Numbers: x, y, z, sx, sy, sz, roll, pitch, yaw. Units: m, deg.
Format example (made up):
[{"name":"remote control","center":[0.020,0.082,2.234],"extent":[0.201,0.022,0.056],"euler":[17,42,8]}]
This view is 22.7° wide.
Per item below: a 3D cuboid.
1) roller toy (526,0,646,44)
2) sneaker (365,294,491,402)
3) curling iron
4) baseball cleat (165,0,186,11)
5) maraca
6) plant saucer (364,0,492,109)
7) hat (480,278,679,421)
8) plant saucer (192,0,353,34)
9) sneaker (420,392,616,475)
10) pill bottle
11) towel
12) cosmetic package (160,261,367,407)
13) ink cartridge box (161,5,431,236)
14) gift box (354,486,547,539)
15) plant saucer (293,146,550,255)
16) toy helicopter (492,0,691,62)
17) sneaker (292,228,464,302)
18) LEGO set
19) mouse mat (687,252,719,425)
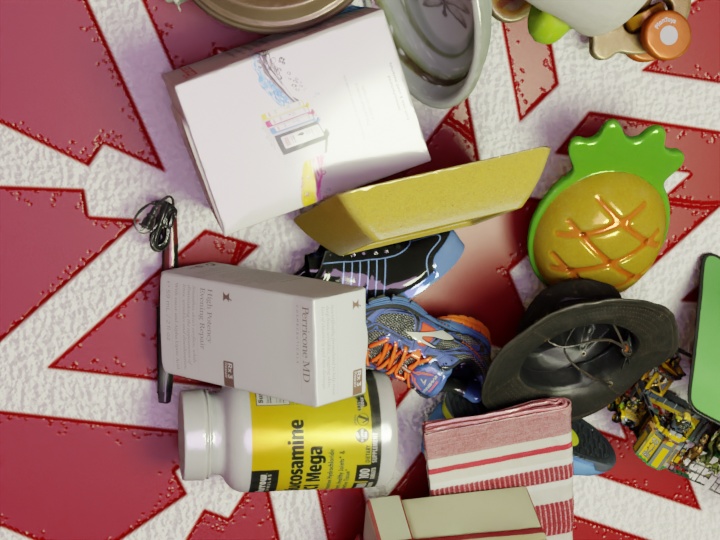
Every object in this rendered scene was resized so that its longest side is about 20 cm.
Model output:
[{"name":"roller toy","center":[0.197,-0.314,1.567],"extent":[0.139,0.182,0.201],"euler":[29,70,-14]},{"name":"sneaker","center":[0.053,0.078,1.682],"extent":[0.199,0.079,0.075],"euler":[9,135,-34]},{"name":"curling iron","center":[-0.190,0.028,1.693],"extent":[0.049,0.025,0.201],"euler":[-14,110,-45]},{"name":"baseball cleat","center":[-0.104,-0.319,1.638],"extent":[0.199,0.070,0.107],"euler":[-26,88,-7]},{"name":"maraca","center":[0.232,-0.055,1.701],"extent":[0.137,0.107,0.201],"euler":[4,126,-16]},{"name":"plant saucer","center":[0.069,-0.248,1.614],"extent":[0.050,0.200,0.201],"euler":[-19,104,-25]},{"name":"hat","center":[0.196,0.060,1.691],"extent":[0.200,0.081,0.201],"euler":[-12,146,-9]},{"name":"plant saucer","center":[-0.077,-0.309,1.588],"extent":[0.199,0.029,0.201],"euler":[0,80,2]},{"name":"sneaker","center":[0.154,0.175,1.773],"extent":[0.199,0.066,0.079],"euler":[14,125,-19]},{"name":"pill bottle","center":[-0.071,0.152,1.695],"extent":[0.199,0.112,0.113],"euler":[-2,100,-9]},{"name":"towel","center":[0.136,0.208,1.742],"extent":[0.143,0.023,0.201],"euler":[-10,130,-3]},{"name":"cosmetic package","center":[-0.090,0.055,1.633],"extent":[0.074,0.199,0.102],"euler":[-12,105,-46]},{"name":"ink cartridge box","center":[-0.062,-0.140,1.627],"extent":[0.199,0.147,0.145],"euler":[-20,103,-6]},{"name":"gift box","center":[0.083,0.338,1.704],"extent":[0.186,0.185,0.201],"euler":[-4,124,-12]},{"name":"plant saucer","center":[0.056,-0.057,1.623],"extent":[0.199,0.200,0.049],"euler":[-13,88,-15]},{"name":"toy helicopter","center":[0.216,-0.265,1.691],"extent":[0.199,0.079,0.133],"euler":[0,95,-10]},{"name":"sneaker","center":[0.000,0.000,1.703],"extent":[0.200,0.070,0.078],"euler":[-30,110,-3]},{"name":"LEGO set","center":[0.356,0.140,1.748],"extent":[0.199,0.154,0.116],"euler":[28,111,-9]},{"name":"mouse mat","center":[0.393,0.088,1.752],"extent":[0.160,0.008,0.201],"euler":[26,51,-13]}]
